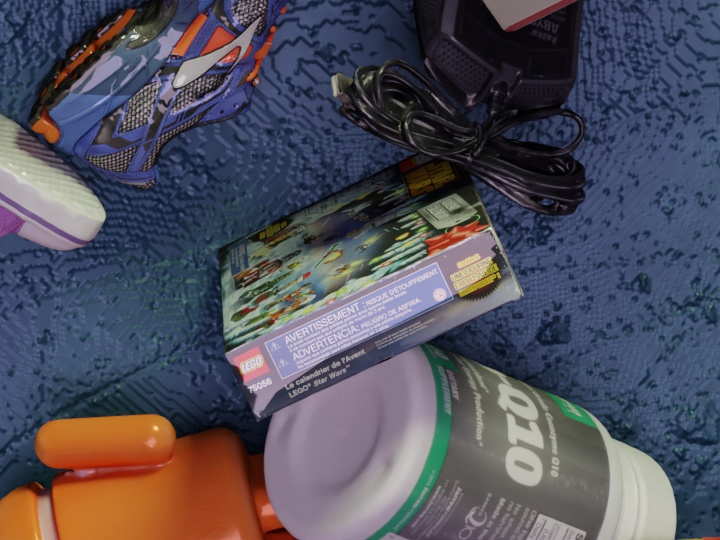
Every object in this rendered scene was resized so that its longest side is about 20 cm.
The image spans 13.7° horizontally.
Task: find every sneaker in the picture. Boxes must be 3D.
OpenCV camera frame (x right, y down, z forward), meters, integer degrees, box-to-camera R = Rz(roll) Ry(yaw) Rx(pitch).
[{"bbox_3d":[-0.072,-0.119,1.495,0.200,0.075,0.078,-39,112,14],"label":"sneaker"},{"bbox_3d":[-0.233,-0.036,1.504,0.200,0.073,0.115,27,105,1],"label":"sneaker"}]

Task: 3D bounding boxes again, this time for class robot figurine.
[{"bbox_3d":[-0.111,0.148,1.530,0.199,0.117,0.144,-17,146,1],"label":"robot figurine"}]

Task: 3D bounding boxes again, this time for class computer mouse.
[{"bbox_3d":[0.059,-0.132,1.471,0.138,0.053,0.201,23,67,-24],"label":"computer mouse"}]

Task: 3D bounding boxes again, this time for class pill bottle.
[{"bbox_3d":[0.058,0.107,1.496,0.200,0.113,0.113,24,103,-40],"label":"pill bottle"}]

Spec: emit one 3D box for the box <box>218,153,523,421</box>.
[{"bbox_3d":[0.000,0.000,1.455,0.137,0.200,0.040,-25,105,2],"label":"box"}]

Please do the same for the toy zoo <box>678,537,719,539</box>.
[{"bbox_3d":[0.169,0.201,1.545,0.200,0.020,0.132,2,107,-45],"label":"toy zoo"}]

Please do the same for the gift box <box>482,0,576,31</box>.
[{"bbox_3d":[0.134,-0.238,1.397,0.200,0.184,0.187,-42,103,-34],"label":"gift box"}]
